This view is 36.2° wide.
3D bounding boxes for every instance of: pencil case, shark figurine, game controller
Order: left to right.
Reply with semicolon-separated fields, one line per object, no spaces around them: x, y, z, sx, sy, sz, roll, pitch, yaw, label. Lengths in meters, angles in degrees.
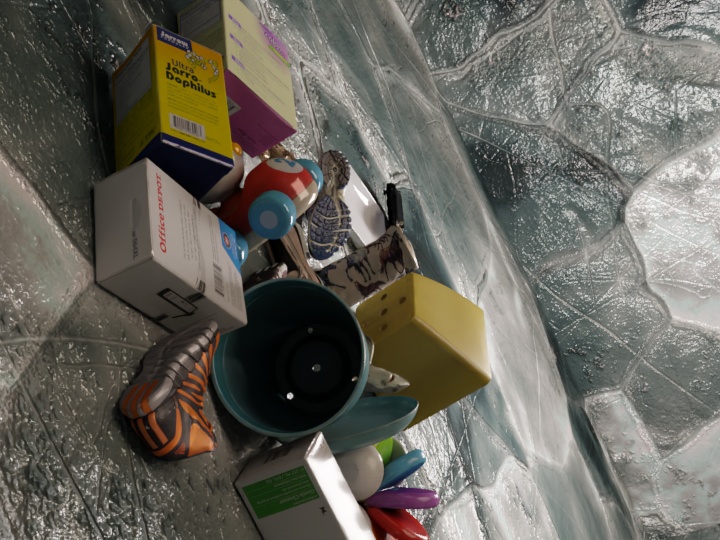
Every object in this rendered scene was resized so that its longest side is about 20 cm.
-0.021;0.145;1.804;0.090;0.128;0.215;85;-20;-48;shark figurine
0.000;0.000;1.794;0.090;0.200;0.078;59;8;-11;pencil case
0.069;-0.105;2.347;0.200;0.042;0.105;-90;-176;-60;game controller

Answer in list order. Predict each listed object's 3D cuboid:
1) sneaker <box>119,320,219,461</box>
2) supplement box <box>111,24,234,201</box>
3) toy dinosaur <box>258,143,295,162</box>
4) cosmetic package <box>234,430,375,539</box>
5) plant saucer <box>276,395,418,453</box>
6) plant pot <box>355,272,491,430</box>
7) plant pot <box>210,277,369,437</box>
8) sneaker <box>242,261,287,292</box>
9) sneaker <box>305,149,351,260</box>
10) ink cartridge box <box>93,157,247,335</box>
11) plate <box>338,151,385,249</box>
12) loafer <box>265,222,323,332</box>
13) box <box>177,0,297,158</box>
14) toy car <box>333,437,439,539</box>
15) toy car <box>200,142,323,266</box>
-0.201;0.145;1.257;0.112;0.077;0.200;65;28;-21;sneaker
-0.243;-0.194;1.412;0.109;0.109;0.200;18;48;-37;supplement box
-0.156;-0.215;1.869;0.200;0.058;0.101;43;10;-27;toy dinosaur
-0.060;0.318;1.386;0.200;0.107;0.085;63;18;-9;cosmetic package
-0.016;0.212;1.496;0.200;0.200;0.028;-29;107;-72;plant saucer
0.095;0.127;1.961;0.176;0.200;0.200;44;27;-28;plant pot
-0.077;0.123;1.460;0.188;0.200;0.201;46;25;-76;plant pot
-0.124;0.063;1.563;0.200;0.075;0.116;-51;120;-71;sneaker
-0.062;-0.107;1.943;0.077;0.085;0.201;17;68;-22;sneaker
-0.229;-0.019;1.332;0.200;0.084;0.146;43;30;-52;ink cartridge box
-0.004;-0.107;2.191;0.200;0.032;0.200;54;21;-39;plate
-0.109;0.006;1.708;0.063;0.072;0.200;17;44;-47;loafer
-0.196;-0.314;1.743;0.176;0.097;0.200;38;34;-45;box
0.033;0.320;1.519;0.175;0.150;0.201;16;85;-68;toy car
-0.177;-0.130;1.513;0.200;0.177;0.184;51;23;-11;toy car
